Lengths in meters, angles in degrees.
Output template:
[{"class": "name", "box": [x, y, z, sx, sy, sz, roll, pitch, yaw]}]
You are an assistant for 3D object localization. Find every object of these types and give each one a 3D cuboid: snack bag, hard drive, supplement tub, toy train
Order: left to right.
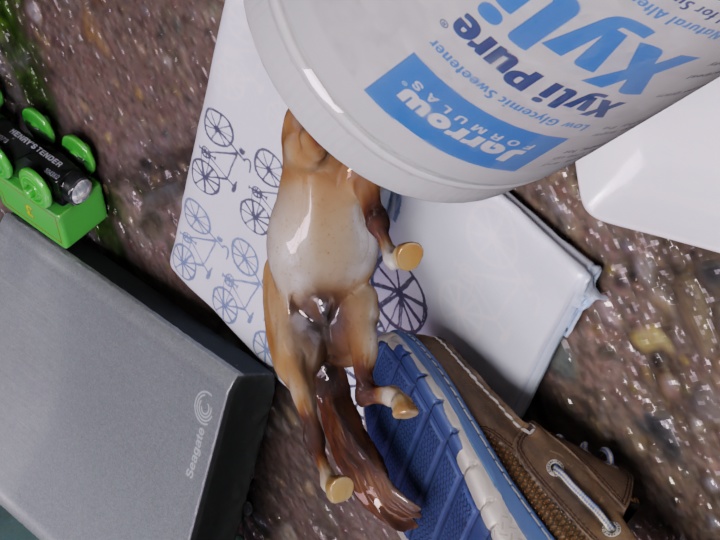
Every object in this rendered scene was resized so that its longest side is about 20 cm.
[{"class": "toy train", "box": [-0.202, -0.076, 1.012, 0.199, 0.042, 0.057, 34, 149, 30]}, {"class": "hard drive", "box": [-0.125, 0.073, 0.976, 0.199, 0.033, 0.141, 31, 111, 42]}, {"class": "snack bag", "box": [0.000, 0.000, 0.841, 0.200, 0.021, 0.189, 43, 142, 19]}, {"class": "supplement tub", "box": [0.066, -0.109, 0.545, 0.133, 0.132, 0.200, 57, 145, 0]}]

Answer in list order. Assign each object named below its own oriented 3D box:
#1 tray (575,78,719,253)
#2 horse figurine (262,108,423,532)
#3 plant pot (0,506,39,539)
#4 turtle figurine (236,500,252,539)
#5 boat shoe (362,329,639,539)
[{"class": "tray", "box": [0.105, -0.098, 0.637, 0.107, 0.022, 0.202, 17, 129, 42]}, {"class": "horse figurine", "box": [-0.007, -0.002, 0.745, 0.133, 0.049, 0.202, -118, 25, -61]}, {"class": "plant pot", "box": [-0.199, 0.227, 1.105, 0.199, 0.196, 0.202, 30, 137, 32]}, {"class": "turtle figurine", "box": [-0.046, 0.193, 0.988, 0.199, 0.100, 0.151, -3, 114, 45]}, {"class": "boat shoe", "box": [0.069, 0.102, 0.772, 0.201, 0.072, 0.073, 59, 146, 28]}]
